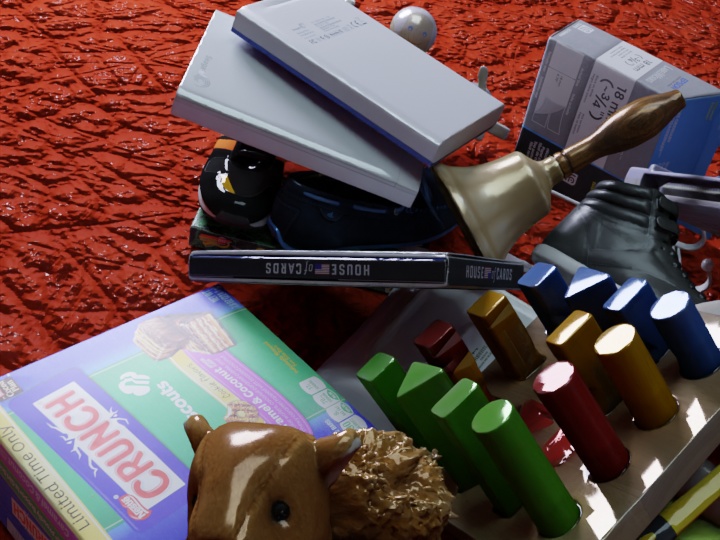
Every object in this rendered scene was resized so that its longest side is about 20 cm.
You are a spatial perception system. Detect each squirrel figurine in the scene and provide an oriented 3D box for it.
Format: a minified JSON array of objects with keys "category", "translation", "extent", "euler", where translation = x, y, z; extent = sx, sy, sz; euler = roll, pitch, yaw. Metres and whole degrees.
[{"category":"squirrel figurine","translation":[-0.034,0.152,0.582],"extent":[0.140,0.190,0.200],"euler":[1,20,26]}]

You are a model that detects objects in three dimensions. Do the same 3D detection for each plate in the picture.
[{"category":"plate","translation":[0.090,0.074,0.844],"extent":[0.198,0.033,0.200],"euler":[31,43,14]}]

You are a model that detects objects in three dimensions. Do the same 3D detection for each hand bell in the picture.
[{"category":"hand bell","translation":[0.165,-0.085,0.888],"extent":[0.198,0.105,0.105],"euler":[-29,45,2]}]

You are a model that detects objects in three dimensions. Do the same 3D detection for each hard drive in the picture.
[{"category":"hard drive","translation":[-0.041,-0.132,0.913],"extent":[0.197,0.026,0.133],"euler":[21,41,-8]},{"category":"hard drive","translation":[0.009,-0.164,0.929],"extent":[0.199,0.026,0.132],"euler":[36,34,14]}]

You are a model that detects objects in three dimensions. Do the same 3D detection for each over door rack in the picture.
[{"category":"over door rack","translation":[0.214,-0.024,0.990],"extent":[0.197,0.067,0.149],"euler":[15,37,2]}]

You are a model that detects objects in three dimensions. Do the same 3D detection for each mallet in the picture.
[{"category":"mallet","translation":[0.170,0.131,0.635],"extent":[0.198,0.041,0.066],"euler":[-28,59,-14]}]

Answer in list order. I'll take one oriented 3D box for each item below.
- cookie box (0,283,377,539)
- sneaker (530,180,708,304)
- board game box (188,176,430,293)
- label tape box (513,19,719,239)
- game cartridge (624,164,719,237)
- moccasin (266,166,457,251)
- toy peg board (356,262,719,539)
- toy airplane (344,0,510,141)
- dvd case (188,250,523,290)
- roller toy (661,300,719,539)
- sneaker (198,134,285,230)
[{"category":"cookie box","translation":[-0.120,0.113,0.713],"extent":[0.199,0.076,0.171],"euler":[-25,51,-38]},{"category":"sneaker","translation":[0.239,-0.001,0.875],"extent":[0.199,0.071,0.100],"euler":[32,82,22]},{"category":"board game box","translation":[-0.037,-0.036,0.967],"extent":[0.197,0.024,0.105],"euler":[13,40,0]},{"category":"label tape box","translation":[0.252,-0.121,1.058],"extent":[0.199,0.146,0.063],"euler":[32,41,23]},{"category":"game cartridge","translation":[0.310,-0.045,0.901],"extent":[0.128,0.039,0.200],"euler":[16,3,-18]},{"category":"moccasin","translation":[0.020,-0.060,0.939],"extent":[0.198,0.069,0.080],"euler":[-16,47,-35]},{"category":"toy peg board","translation":[0.110,0.062,0.683],"extent":[0.199,0.098,0.199],"euler":[-43,24,-16]},{"category":"toy airplane","translation":[0.031,-0.189,1.077],"extent":[0.198,0.142,0.200],"euler":[-8,49,-45]},{"category":"dvd case","translation":[0.000,0.000,0.813],"extent":[0.197,0.025,0.150],"euler":[2,0,27]},{"category":"roller toy","translation":[0.255,0.127,0.755],"extent":[0.197,0.141,0.184],"euler":[-4,48,-8]},{"category":"sneaker","translation":[-0.088,-0.118,0.959],"extent":[0.069,0.091,0.201],"euler":[14,36,0]}]
